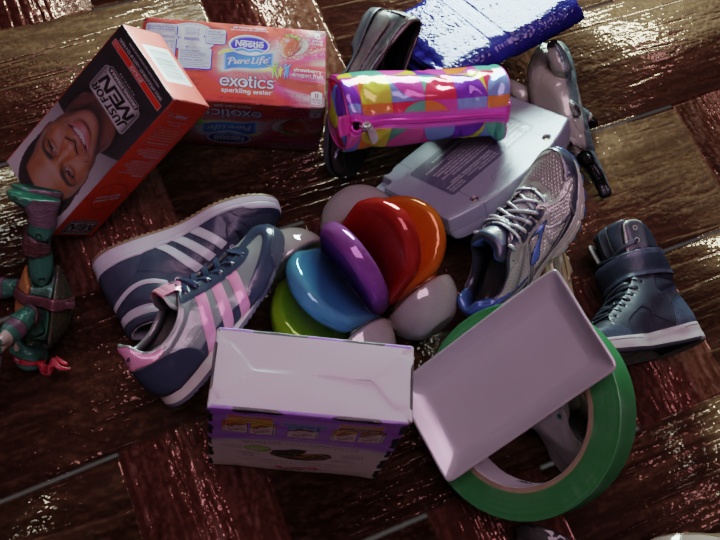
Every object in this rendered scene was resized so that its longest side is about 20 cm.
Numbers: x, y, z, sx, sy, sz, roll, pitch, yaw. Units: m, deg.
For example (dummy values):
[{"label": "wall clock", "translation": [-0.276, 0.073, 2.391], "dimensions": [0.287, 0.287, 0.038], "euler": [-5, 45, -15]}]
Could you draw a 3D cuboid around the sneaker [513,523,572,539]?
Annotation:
[{"label": "sneaker", "translation": [0.222, 0.315, 0.951], "dimensions": [0.199, 0.076, 0.091], "euler": [24, 75, 10]}]

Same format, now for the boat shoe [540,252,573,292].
[{"label": "boat shoe", "translation": [0.190, -0.001, 1.086], "dimensions": [0.065, 0.072, 0.201], "euler": [17, 55, -43]}]

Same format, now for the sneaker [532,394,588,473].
[{"label": "sneaker", "translation": [0.180, 0.125, 1.010], "dimensions": [0.200, 0.089, 0.075], "euler": [40, 68, 10]}]

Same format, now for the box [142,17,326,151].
[{"label": "box", "translation": [-0.137, -0.199, 1.101], "dimensions": [0.198, 0.096, 0.100], "euler": [3, 67, -7]}]

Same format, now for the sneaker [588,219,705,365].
[{"label": "sneaker", "translation": [0.257, 0.025, 1.048], "dimensions": [0.201, 0.077, 0.147], "euler": [-6, 70, -41]}]

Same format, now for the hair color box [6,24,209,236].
[{"label": "hair color box", "translation": [-0.253, -0.134, 1.011], "dimensions": [0.200, 0.061, 0.102], "euler": [-43, 73, 23]}]

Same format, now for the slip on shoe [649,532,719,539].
[{"label": "slip on shoe", "translation": [0.367, 0.281, 0.989], "dimensions": [0.198, 0.077, 0.061], "euler": [2, 26, 1]}]

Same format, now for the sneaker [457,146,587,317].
[{"label": "sneaker", "translation": [0.158, -0.032, 1.018], "dimensions": [0.077, 0.085, 0.201], "euler": [26, 96, 45]}]

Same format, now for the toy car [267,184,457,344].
[{"label": "toy car", "translation": [0.000, 0.000, 1.004], "dimensions": [0.199, 0.150, 0.175], "euler": [-33, 75, -20]}]

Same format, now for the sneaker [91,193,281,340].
[{"label": "sneaker", "translation": [-0.159, 0.003, 1.022], "dimensions": [0.199, 0.070, 0.109], "euler": [-22, 66, -10]}]

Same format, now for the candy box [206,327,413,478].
[{"label": "candy box", "translation": [-0.051, 0.125, 0.914], "dimensions": [0.166, 0.200, 0.072], "euler": [6, 66, -6]}]

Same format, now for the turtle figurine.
[{"label": "turtle figurine", "translation": [-0.322, 0.023, 0.971], "dimensions": [0.100, 0.149, 0.202], "euler": [7, 99, -34]}]

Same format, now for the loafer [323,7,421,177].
[{"label": "loafer", "translation": [0.014, -0.197, 1.115], "dimensions": [0.063, 0.072, 0.201], "euler": [9, 76, 30]}]

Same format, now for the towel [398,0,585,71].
[{"label": "towel", "translation": [0.139, -0.280, 1.179], "dimensions": [0.199, 0.050, 0.148], "euler": [-30, 50, -12]}]

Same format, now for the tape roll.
[{"label": "tape roll", "translation": [0.156, 0.131, 0.959], "dimensions": [0.199, 0.048, 0.202], "euler": [-3, 84, 33]}]

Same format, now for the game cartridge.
[{"label": "game cartridge", "translation": [0.129, -0.115, 1.103], "dimensions": [0.200, 0.041, 0.133], "euler": [-40, 43, -23]}]

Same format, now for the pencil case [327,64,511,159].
[{"label": "pencil case", "translation": [0.060, -0.168, 1.059], "dimensions": [0.198, 0.088, 0.089], "euler": [-9, 68, -16]}]

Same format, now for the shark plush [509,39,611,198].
[{"label": "shark plush", "translation": [0.250, -0.183, 1.172], "dimensions": [0.083, 0.091, 0.201], "euler": [-5, 57, -45]}]

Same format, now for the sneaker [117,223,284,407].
[{"label": "sneaker", "translation": [-0.145, 0.024, 0.946], "dimensions": [0.082, 0.070, 0.201], "euler": [43, 65, -27]}]

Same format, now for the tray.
[{"label": "tray", "translation": [0.132, 0.099, 0.937], "dimensions": [0.200, 0.022, 0.108], "euler": [-39, 65, 24]}]
